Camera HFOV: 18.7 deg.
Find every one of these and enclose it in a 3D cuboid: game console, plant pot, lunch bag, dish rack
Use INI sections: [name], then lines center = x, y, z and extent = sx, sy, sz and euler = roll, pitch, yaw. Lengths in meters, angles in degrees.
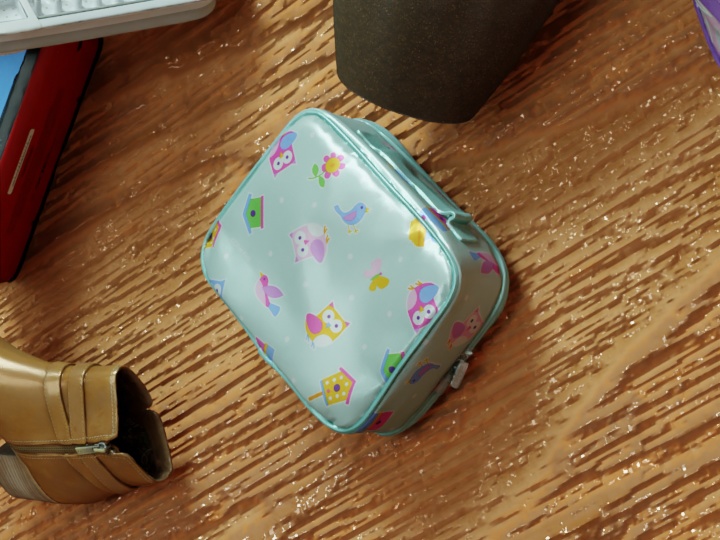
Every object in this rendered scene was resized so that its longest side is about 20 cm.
[game console]
center = -0.282, -0.102, 1.618
extent = 0.118, 0.172, 0.201
euler = 22, 97, 9
[plant pot]
center = 0.056, -0.201, 1.357
extent = 0.187, 0.186, 0.201
euler = 33, 115, 35
[lunch bag]
center = 0.000, 0.000, 1.415
extent = 0.161, 0.077, 0.200
euler = -52, 57, 17
[dish rack]
center = -0.206, -0.213, 1.539
extent = 0.044, 0.199, 0.172
euler = 97, 152, -42

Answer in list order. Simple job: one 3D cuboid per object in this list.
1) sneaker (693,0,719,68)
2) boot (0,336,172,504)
[sneaker]
center = 0.212, -0.179, 1.279
extent = 0.080, 0.088, 0.201
euler = -34, 65, 26
[boot]
center = -0.226, 0.081, 1.520
extent = 0.155, 0.077, 0.201
euler = -9, 114, 42
